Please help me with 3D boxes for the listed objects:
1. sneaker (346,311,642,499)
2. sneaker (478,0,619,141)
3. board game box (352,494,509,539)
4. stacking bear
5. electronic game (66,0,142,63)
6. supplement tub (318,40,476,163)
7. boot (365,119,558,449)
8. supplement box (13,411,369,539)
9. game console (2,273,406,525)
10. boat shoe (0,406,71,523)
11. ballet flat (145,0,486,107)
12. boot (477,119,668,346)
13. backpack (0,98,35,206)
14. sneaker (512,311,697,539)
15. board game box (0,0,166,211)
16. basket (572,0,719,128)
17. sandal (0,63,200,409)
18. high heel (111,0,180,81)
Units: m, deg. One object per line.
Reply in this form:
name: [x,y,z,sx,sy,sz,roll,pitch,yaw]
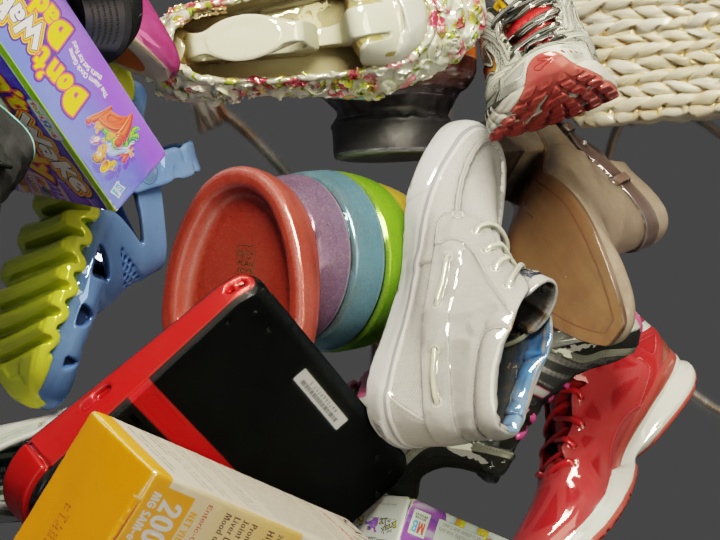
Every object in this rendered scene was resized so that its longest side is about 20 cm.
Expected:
sneaker: [0.083,0.081,1.326,0.200,0.074,0.088,-21,102,-11]
sneaker: [0.096,-0.124,1.254,0.078,0.200,0.082,-20,98,3]
board game box: [0.009,0.241,1.270,0.103,0.105,0.200,26,74,-31]
stacking bear: [0.000,0.000,1.281,0.200,0.121,0.114,3,93,-44]
electronic game: [-0.192,-0.179,1.096,0.200,0.200,0.042,50,62,-22]
supplement tub: [0.016,-0.166,1.297,0.107,0.107,0.200,-1,89,-34]
boot: [0.073,0.006,1.214,0.074,0.095,0.200,34,62,-45]
supplement box: [-0.084,0.170,1.135,0.200,0.074,0.126,28,95,-42]
game console: [-0.081,0.111,1.180,0.177,0.031,0.200,-42,136,-4]
boat shoe: [-0.142,0.107,1.196,0.200,0.067,0.074,-14,95,-34]
ballet flat: [-0.023,-0.128,1.207,0.200,0.064,0.076,-12,88,-6]
boot: [0.141,-0.029,1.341,0.146,0.070,0.200,5,43,-48]
backpack: [-0.275,-0.042,1.044,0.176,0.153,0.200,41,108,-16]
sneaker: [0.126,0.094,1.388,0.116,0.078,0.200,48,51,-13]
board game box: [-0.200,-0.123,1.097,0.045,0.134,0.200,-52,131,-25]
basket: [0.252,-0.177,1.385,0.200,0.198,0.161,-6,93,-50]
sandal: [-0.142,-0.016,1.200,0.087,0.079,0.200,26,74,-35]
high heel: [-0.148,-0.192,1.177,0.200,0.067,0.096,42,69,13]
